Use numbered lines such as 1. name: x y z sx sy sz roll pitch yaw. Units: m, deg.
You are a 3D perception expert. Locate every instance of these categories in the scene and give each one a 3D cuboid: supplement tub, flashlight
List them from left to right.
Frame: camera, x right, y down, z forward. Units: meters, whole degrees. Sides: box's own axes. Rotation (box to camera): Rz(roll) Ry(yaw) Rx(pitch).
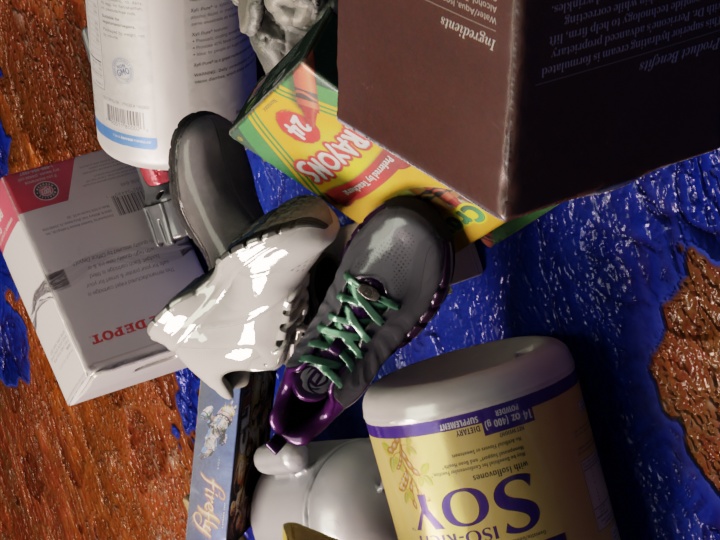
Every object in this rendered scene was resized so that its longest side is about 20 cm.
1. flashlight: -0.180 -0.122 1.617 0.068 0.068 0.200 -16 95 23
2. supplement tub: -0.147 -0.191 1.457 0.132 0.132 0.200 33 131 47
3. supplement tub: 0.092 0.156 1.239 0.145 0.145 0.200 -8 99 59

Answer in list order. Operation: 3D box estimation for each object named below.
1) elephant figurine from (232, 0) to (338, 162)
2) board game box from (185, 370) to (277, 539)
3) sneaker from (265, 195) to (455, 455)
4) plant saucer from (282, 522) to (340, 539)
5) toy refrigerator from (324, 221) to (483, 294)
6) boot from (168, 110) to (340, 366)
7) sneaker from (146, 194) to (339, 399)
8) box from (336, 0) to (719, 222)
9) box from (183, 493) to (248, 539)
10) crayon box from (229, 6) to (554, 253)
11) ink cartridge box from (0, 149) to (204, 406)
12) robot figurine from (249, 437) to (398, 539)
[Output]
1. elephant figurine: -0.039 -0.186 1.284 0.141 0.155 0.200 37 159 -17
2. board game box: -0.099 0.113 1.503 0.135 0.035 0.200 -33 -51 -78
3. sneaker: -0.002 0.043 1.225 0.074 0.088 0.200 31 130 4
4. plant saucer: 0.035 0.271 1.289 0.048 0.200 0.200 -60 19 14
5. toy refrigerator: 0.000 0.000 1.375 0.200 0.076 0.070 -18 90 59
6. boot: -0.063 -0.017 1.346 0.132 0.070 0.200 12 123 49
7. sneaker: -0.065 0.017 1.285 0.087 0.075 0.200 48 137 0
8. box: 0.097 -0.164 1.042 0.164 0.166 0.200 34 132 45
9. box: -0.094 0.284 1.577 0.200 0.021 0.164 -153 44 -69
10. crayon box: 0.027 -0.072 1.211 0.200 0.051 0.127 33 152 -12
11. ink cartridge box: -0.226 0.002 1.671 0.200 0.146 0.085 63 150 16
12. robot figurine: -0.011 0.187 1.453 0.170 0.113 0.200 38 157 -21
